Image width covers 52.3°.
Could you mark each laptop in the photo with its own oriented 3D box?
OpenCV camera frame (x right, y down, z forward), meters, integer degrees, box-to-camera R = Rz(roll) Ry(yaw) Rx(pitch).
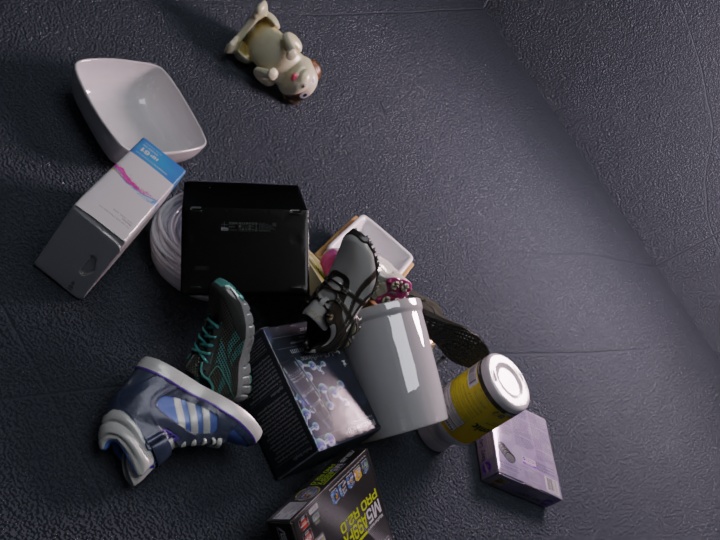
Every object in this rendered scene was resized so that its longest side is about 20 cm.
[{"bbox_3d":[-0.177,-0.053,1.120,0.184,0.116,0.203,0,79,-12],"label":"laptop"}]

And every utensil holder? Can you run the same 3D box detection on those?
[{"bbox_3d":[0.045,0.166,1.211,0.169,0.169,0.203,-4,75,-50],"label":"utensil holder"}]

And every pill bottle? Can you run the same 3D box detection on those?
[{"bbox_3d":[0.193,0.242,1.304,0.111,0.200,0.112,28,39,-27],"label":"pill bottle"}]

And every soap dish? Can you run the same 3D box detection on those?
[{"bbox_3d":[0.004,-0.010,1.423,0.157,0.081,0.200,40,35,2],"label":"soap dish"}]

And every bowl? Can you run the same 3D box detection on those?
[{"bbox_3d":[-0.383,-0.257,1.244,0.199,0.075,0.201,-16,70,-54],"label":"bowl"}]

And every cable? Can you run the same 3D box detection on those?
[{"bbox_3d":[-0.230,-0.045,1.159,0.198,0.070,0.201,24,47,8],"label":"cable"}]

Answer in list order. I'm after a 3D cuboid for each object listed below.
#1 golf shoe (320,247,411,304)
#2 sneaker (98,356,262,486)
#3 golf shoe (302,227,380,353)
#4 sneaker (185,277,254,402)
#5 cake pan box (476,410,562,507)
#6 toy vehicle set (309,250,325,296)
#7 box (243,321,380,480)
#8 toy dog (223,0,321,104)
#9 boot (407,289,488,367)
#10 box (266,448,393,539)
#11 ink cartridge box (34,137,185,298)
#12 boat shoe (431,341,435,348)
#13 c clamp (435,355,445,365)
[{"bbox_3d":[0.000,0.000,1.277,0.199,0.075,0.092,26,24,-41],"label":"golf shoe"},{"bbox_3d":[-0.238,0.220,0.946,0.199,0.080,0.148,37,60,-20],"label":"sneaker"},{"bbox_3d":[-0.033,0.039,1.068,0.077,0.202,0.094,29,28,31],"label":"golf shoe"},{"bbox_3d":[-0.201,0.111,1.019,0.077,0.203,0.091,23,32,39],"label":"sneaker"},{"bbox_3d":[0.313,0.356,1.465,0.199,0.052,0.186,27,42,-29],"label":"cake pan box"},{"bbox_3d":[-0.071,0.016,1.224,0.125,0.026,0.200,57,2,20],"label":"toy vehicle set"},{"bbox_3d":[-0.088,0.190,1.120,0.148,0.107,0.202,-6,62,-51],"label":"box"},{"bbox_3d":[-0.185,-0.463,1.638,0.200,0.140,0.194,42,-2,-8],"label":"toy dog"},{"bbox_3d":[0.151,0.096,1.380,0.198,0.068,0.131,30,19,-7],"label":"boot"},{"bbox_3d":[-0.034,0.365,1.015,0.199,0.044,0.162,-27,103,-56],"label":"box"},{"bbox_3d":[-0.352,-0.076,1.041,0.084,0.144,0.201,38,36,-15],"label":"ink cartridge box"},{"bbox_3d":[0.085,0.120,1.418,0.198,0.066,0.075,11,49,-42],"label":"boat shoe"},{"bbox_3d":[0.032,0.146,1.317,0.200,0.027,0.171,46,66,-1],"label":"c clamp"}]
